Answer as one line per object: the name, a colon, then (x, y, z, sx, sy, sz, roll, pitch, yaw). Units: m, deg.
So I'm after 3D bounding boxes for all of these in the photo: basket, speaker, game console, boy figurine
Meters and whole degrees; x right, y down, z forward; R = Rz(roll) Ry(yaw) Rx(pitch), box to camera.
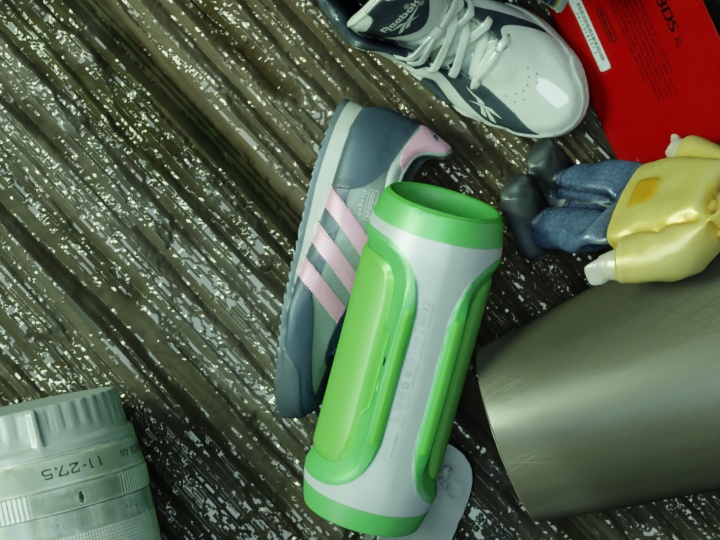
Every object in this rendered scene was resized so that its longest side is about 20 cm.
basket: (0.180, 0.064, 1.557, 0.199, 0.136, 0.181, -19, 59, 12)
speaker: (0.025, 0.053, 1.559, 0.088, 0.088, 0.201, 16, 104, 5)
game console: (0.216, -0.179, 1.601, 0.172, 0.119, 0.201, -25, 89, 37)
boy figurine: (0.175, -0.036, 1.517, 0.124, 0.199, 0.065, -49, 123, -30)

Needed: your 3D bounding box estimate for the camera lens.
camera lens: (-0.198, 0.183, 1.586, 0.159, 0.160, 0.201, -12, 91, 6)

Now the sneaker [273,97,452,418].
sneaker: (0.000, 0.000, 1.604, 0.082, 0.070, 0.201, 14, 95, 7)

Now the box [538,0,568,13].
box: (0.121, -0.268, 1.557, 0.137, 0.040, 0.201, 36, 97, 48)

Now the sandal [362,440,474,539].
sandal: (0.020, 0.201, 1.622, 0.076, 0.043, 0.201, 10, 93, 5)

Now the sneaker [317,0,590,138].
sneaker: (0.045, -0.143, 1.559, 0.199, 0.130, 0.080, 44, 107, 3)
